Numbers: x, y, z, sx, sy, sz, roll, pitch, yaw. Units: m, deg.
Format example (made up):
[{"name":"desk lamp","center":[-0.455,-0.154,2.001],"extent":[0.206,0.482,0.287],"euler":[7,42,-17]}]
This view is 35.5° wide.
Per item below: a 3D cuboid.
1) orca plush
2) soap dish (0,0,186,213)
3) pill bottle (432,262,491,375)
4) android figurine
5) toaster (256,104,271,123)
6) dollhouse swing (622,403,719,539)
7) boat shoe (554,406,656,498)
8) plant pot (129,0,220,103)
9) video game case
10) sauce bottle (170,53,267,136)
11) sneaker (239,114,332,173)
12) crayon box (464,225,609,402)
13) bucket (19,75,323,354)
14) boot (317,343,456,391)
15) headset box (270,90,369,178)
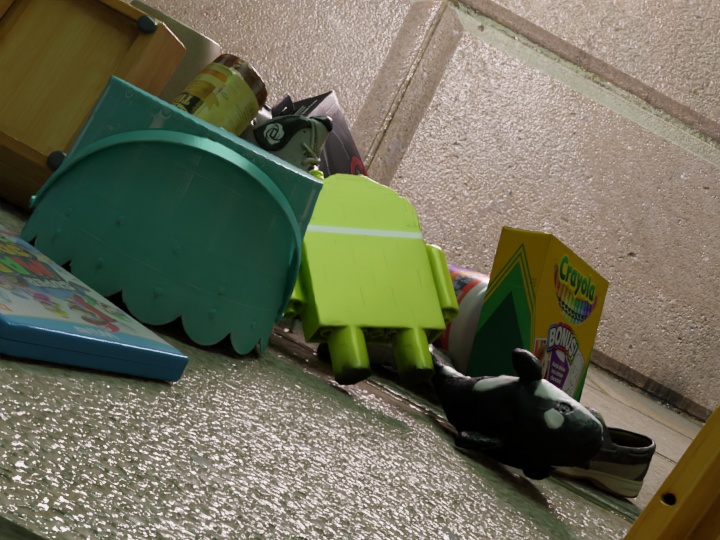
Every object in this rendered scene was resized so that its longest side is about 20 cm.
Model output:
[{"name":"orca plush","center":[0.100,0.113,0.910],"extent":[0.070,0.107,0.199],"euler":[-15,34,-34]},{"name":"soap dish","center":[-0.259,-0.156,0.940],"extent":[0.155,0.202,0.081],"euler":[28,-23,0]},{"name":"pill bottle","center":[0.078,0.045,1.226],"extent":[0.111,0.113,0.198],"euler":[23,-3,-42]},{"name":"android figurine","center":[0.000,0.000,0.947],"extent":[0.179,0.041,0.203],"euler":[1,58,-29]},{"name":"toaster","center":[-0.174,-0.124,1.303],"extent":[0.118,0.202,0.180],"euler":[33,-1,41]},{"name":"dollhouse swing","center":[0.233,0.157,0.570],"extent":[0.199,0.183,0.176],"euler":[36,0,34]},{"name":"boat shoe","center":[0.202,0.157,1.054],"extent":[0.198,0.066,0.073],"euler":[23,7,-39]},{"name":"plant pot","center":[-0.217,-0.145,1.075],"extent":[0.185,0.203,0.187],"euler":[27,4,-2]},{"name":"video game case","center":[-0.206,0.001,0.630],"extent":[0.198,0.018,0.143],"euler":[31,4,30]},{"name":"sauce bottle","center":[-0.160,-0.102,0.973],"extent":[0.065,0.201,0.066],"euler":[28,-28,17]},{"name":"sneaker","center":[-0.037,-0.078,1.022],"extent":[0.198,0.117,0.075],"euler":[31,-2,4]},{"name":"crayon box","center":[0.180,0.068,1.133],"extent":[0.057,0.176,0.199],"euler":[13,-7,30]},{"name":"bucket","center":[-0.131,-0.043,0.830],"extent":[0.204,0.137,0.207],"euler":[26,5,-2]},{"name":"boot","center":[0.036,0.072,1.050],"extent":[0.129,0.068,0.200],"euler":[33,6,4]},{"name":"headset box","center":[-0.054,-0.093,1.242],"extent":[0.074,0.203,0.149],"euler":[-13,21,27]}]
